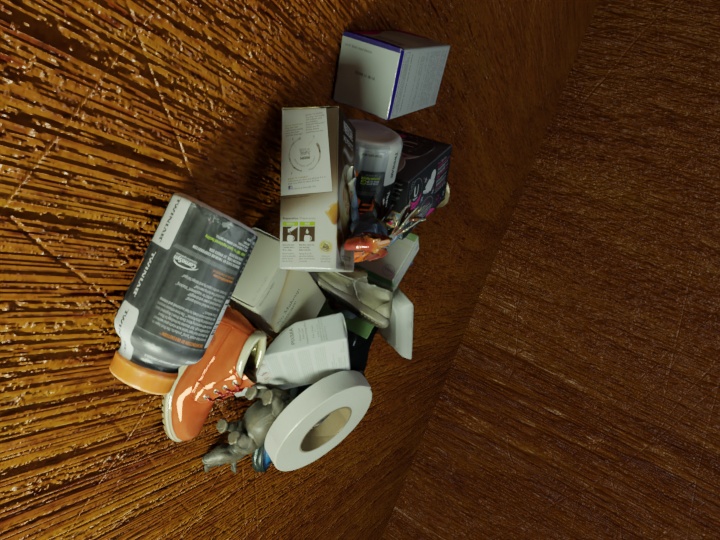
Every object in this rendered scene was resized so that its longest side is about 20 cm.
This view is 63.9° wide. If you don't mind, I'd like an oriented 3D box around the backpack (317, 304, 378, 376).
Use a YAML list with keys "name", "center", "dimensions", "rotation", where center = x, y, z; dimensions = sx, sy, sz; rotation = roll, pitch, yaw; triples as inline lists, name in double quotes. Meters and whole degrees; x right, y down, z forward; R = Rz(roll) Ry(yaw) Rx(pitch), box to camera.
- name: "backpack"
  center: [-0.055, 0.147, 1.090]
  dimensions: [0.199, 0.124, 0.172]
  rotation: [-6, 106, -65]

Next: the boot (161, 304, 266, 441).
- name: "boot"
  center: [-0.195, 0.152, 0.774]
  dimensions: [0.204, 0.105, 0.075]
  rotation: [-68, 161, 8]

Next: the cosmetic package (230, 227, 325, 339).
- name: "cosmetic package"
  center: [-0.126, 0.035, 0.867]
  dimensions: [0.105, 0.072, 0.201]
  rotation: [-60, 160, -15]

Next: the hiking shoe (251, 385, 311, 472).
- name: "hiking shoe"
  center: [-0.132, 0.302, 1.109]
  dimensions: [0.202, 0.085, 0.075]
  rotation: [-57, 158, -25]

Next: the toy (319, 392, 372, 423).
- name: "toy"
  center: [-0.086, 0.252, 1.052]
  dimensions: [0.197, 0.048, 0.115]
  rotation: [-10, 154, -41]

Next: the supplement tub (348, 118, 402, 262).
- name: "supplement tub"
  center: [-0.008, -0.126, 0.920]
  dimensions: [0.122, 0.120, 0.204]
  rotation: [-36, 143, -53]

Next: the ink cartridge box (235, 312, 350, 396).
- name: "ink cartridge box"
  center: [-0.114, 0.137, 0.901]
  dimensions: [0.161, 0.194, 0.048]
  rotation: [88, -9, -61]

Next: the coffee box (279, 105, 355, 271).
- name: "coffee box"
  center: [-0.054, -0.102, 0.774]
  dimensions: [0.114, 0.077, 0.206]
  rotation: [6, 84, -79]

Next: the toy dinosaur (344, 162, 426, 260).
- name: "toy dinosaur"
  center: [0.026, -0.042, 0.784]
  dimensions: [0.182, 0.103, 0.204]
  rotation: [-49, 153, -49]

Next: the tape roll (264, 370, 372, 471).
- name: "tape roll"
  center: [-0.066, 0.250, 0.957]
  dimensions: [0.200, 0.037, 0.205]
  rotation: [-31, 148, -21]

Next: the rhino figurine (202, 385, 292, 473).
- name: "rhino figurine"
  center: [-0.184, 0.262, 0.928]
  dimensions: [0.200, 0.060, 0.087]
  rotation: [-47, 143, 10]

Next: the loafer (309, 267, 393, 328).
- name: "loafer"
  center: [-0.026, 0.021, 0.961]
  dimensions: [0.069, 0.198, 0.075]
  rotation: [-60, -164, -15]

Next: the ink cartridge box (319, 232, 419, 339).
- name: "ink cartridge box"
  center: [0.000, 0.000, 1.040]
  dimensions: [0.202, 0.143, 0.048]
  rotation: [-57, 158, -22]

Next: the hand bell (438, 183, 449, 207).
- name: "hand bell"
  center: [0.094, -0.138, 1.253]
  dimensions: [0.199, 0.103, 0.106]
  rotation: [-37, 147, -30]

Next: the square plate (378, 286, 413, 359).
- name: "square plate"
  center: [0.034, 0.064, 1.147]
  dimensions: [0.028, 0.198, 0.202]
  rotation: [-31, 147, -20]

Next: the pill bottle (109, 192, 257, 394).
- name: "pill bottle"
  center: [-0.198, 0.028, 0.631]
  dimensions: [0.204, 0.104, 0.106]
  rotation: [-65, 159, -4]

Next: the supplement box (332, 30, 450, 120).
- name: "supplement box"
  center: [0.053, -0.313, 0.905]
  dimensions: [0.199, 0.099, 0.106]
  rotation: [-36, 145, -53]

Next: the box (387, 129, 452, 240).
- name: "box"
  center: [0.070, -0.166, 1.060]
  dimensions: [0.200, 0.130, 0.117]
  rotation: [-42, 145, -48]
